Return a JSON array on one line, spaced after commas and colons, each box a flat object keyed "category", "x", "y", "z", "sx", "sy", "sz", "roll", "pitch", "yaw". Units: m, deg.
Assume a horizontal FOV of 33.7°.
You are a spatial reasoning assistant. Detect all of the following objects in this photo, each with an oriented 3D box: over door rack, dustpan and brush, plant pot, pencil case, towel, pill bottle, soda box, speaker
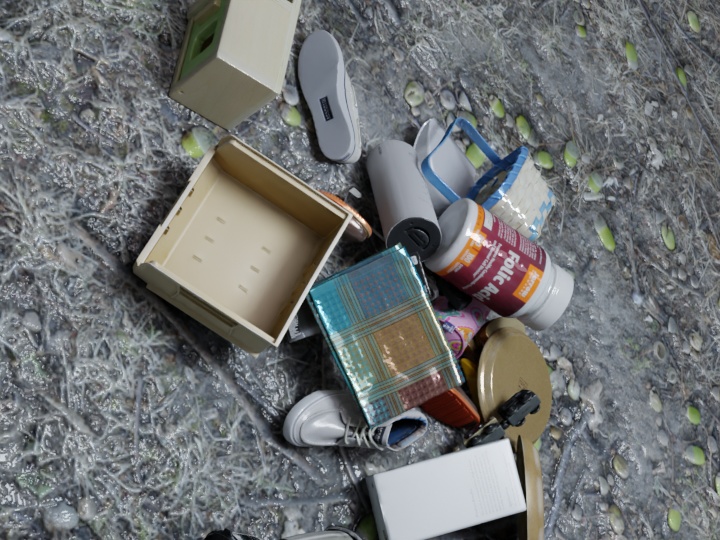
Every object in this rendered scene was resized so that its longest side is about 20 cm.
[{"category": "over door rack", "x": 0.000, "y": 0.000, "z": 1.678, "sx": 0.200, "sy": 0.067, "sz": 0.147, "roll": 49, "pitch": 47, "yaw": 3}, {"category": "dustpan and brush", "x": 0.110, "y": -0.115, "z": 1.826, "sx": 0.140, "sy": 0.057, "sz": 0.202, "roll": 45, "pitch": 43, "yaw": -35}, {"category": "plant pot", "x": 0.240, "y": 0.335, "z": 1.683, "sx": 0.027, "sy": 0.200, "sz": 0.203, "roll": -1, "pitch": 68, "yaw": 3}, {"category": "pencil case", "x": 0.157, "y": 0.043, "z": 1.778, "sx": 0.088, "sy": 0.087, "sz": 0.200, "roll": 50, "pitch": 50, "yaw": -14}, {"category": "towel", "x": 0.031, "y": 0.083, "z": 1.525, "sx": 0.145, "sy": 0.022, "sz": 0.202, "roll": -25, "pitch": 90, "yaw": -2}, {"category": "pill bottle", "x": 0.197, "y": -0.004, "z": 1.679, "sx": 0.199, "sy": 0.114, "sz": 0.115, "roll": 32, "pitch": 55, "yaw": -18}, {"category": "soda box", "x": -0.009, "y": 0.037, "z": 1.571, "sx": 0.197, "sy": 0.071, "sz": 0.064, "roll": -17, "pitch": 87, "yaw": -2}, {"category": "speaker", "x": 0.060, "y": -0.100, "z": 1.691, "sx": 0.081, "sy": 0.081, "sz": 0.201, "roll": 29, "pitch": 28, "yaw": -29}]

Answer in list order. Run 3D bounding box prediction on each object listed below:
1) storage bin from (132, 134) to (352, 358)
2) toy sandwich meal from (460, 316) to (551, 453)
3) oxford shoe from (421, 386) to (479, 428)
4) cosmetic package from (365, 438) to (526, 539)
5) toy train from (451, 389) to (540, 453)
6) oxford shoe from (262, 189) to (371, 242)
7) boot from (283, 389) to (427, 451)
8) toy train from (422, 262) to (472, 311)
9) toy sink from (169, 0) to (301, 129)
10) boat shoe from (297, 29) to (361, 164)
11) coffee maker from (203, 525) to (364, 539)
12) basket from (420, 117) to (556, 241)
[{"category": "storage bin", "x": -0.149, "y": -0.031, "z": 1.481, "sx": 0.197, "sy": 0.094, "sz": 0.201, "roll": 33, "pitch": 67, "yaw": -8}, {"category": "toy sandwich meal", "x": 0.215, "y": 0.174, "z": 1.795, "sx": 0.204, "sy": 0.070, "sz": 0.208, "roll": 13, "pitch": 73, "yaw": -47}, {"category": "oxford shoe", "x": 0.106, "y": 0.148, "z": 1.705, "sx": 0.200, "sy": 0.071, "sz": 0.073, "roll": 45, "pitch": 43, "yaw": -20}, {"category": "cosmetic package", "x": 0.114, "y": 0.299, "z": 1.597, "sx": 0.197, "sy": 0.074, "sz": 0.103, "roll": -12, "pitch": 81, "yaw": -12}, {"category": "toy train", "x": 0.171, "y": 0.238, "z": 1.683, "sx": 0.199, "sy": 0.046, "sz": 0.034, "roll": -39, "pitch": 112, "yaw": -7}, {"category": "oxford shoe", "x": -0.082, "y": -0.073, "z": 1.601, "sx": 0.198, "sy": 0.071, "sz": 0.074, "roll": 23, "pitch": 69, "yaw": 0}, {"category": "boot", "x": -0.001, "y": 0.201, "z": 1.560, "sx": 0.198, "sy": 0.095, "sz": 0.075, "roll": -9, "pitch": 112, "yaw": -43}, {"category": "toy train", "x": 0.096, "y": -0.024, "z": 1.735, "sx": 0.045, "sy": 0.034, "sz": 0.201, "roll": -21, "pitch": 64, "yaw": -41}, {"category": "toy sink", "x": -0.168, "y": -0.318, "z": 1.601, "sx": 0.111, "sy": 0.130, "sz": 0.202, "roll": 27, "pitch": 59, "yaw": -30}, {"category": "boat shoe", "x": -0.038, "y": -0.251, "z": 1.741, "sx": 0.070, "sy": 0.070, "sz": 0.203, "roll": 18, "pitch": 55, "yaw": -66}, {"category": "coffee maker", "x": -0.093, "y": 0.400, "z": 1.392, "sx": 0.198, "sy": 0.134, "sz": 0.195, "roll": 7, "pitch": 70, "yaw": -38}, {"category": "basket", "x": 0.184, "y": -0.122, "z": 1.766, "sx": 0.200, "sy": 0.139, "sz": 0.177, "roll": 49, "pitch": 39, "yaw": -8}]
